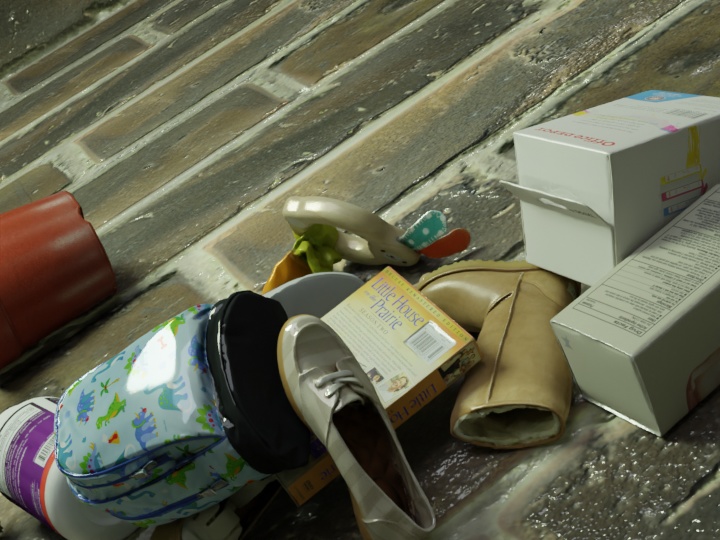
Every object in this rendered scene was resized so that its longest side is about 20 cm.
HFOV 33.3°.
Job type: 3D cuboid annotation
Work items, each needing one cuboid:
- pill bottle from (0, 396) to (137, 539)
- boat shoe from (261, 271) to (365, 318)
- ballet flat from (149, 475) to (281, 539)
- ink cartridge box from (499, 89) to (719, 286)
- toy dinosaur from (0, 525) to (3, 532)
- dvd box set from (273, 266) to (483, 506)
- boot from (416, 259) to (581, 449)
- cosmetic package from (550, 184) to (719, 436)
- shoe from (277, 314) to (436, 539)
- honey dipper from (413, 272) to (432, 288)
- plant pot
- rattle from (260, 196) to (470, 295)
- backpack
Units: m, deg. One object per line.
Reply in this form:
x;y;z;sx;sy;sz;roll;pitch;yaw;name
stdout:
-0.287;0.188;1.165;0.112;0.113;0.199;-43;30;-26;pill bottle
-0.088;0.052;1.255;0.199;0.071;0.070;-24;12;-8;boat shoe
-0.113;0.197;1.029;0.063;0.069;0.200;-31;16;51;ballet flat
0.233;-0.071;1.055;0.199;0.126;0.128;-19;22;-26;ink cartridge box
-0.414;0.292;1.169;0.200;0.077;0.102;-43;19;-17;toy dinosaur
-0.012;0.093;1.035;0.200;0.030;0.146;-38;39;-10;dvd box set
0.107;0.070;1.058;0.174;0.066;0.201;-13;32;27;boot
0.264;0.027;0.962;0.199;0.088;0.103;-36;30;-16;cosmetic package
0.000;0.122;0.932;0.070;0.201;0.053;-25;-4;-35;shoe
-0.010;0.048;1.217;0.199;0.038;0.038;-26;27;-9;honey dipper
-0.430;0.004;1.536;0.194;0.202;0.200;-29;27;-19;plant pot
0.000;0.000;1.273;0.198;0.131;0.143;16;57;18;rattle
-0.154;0.124;0.987;0.200;0.153;0.164;-39;47;34;backpack
